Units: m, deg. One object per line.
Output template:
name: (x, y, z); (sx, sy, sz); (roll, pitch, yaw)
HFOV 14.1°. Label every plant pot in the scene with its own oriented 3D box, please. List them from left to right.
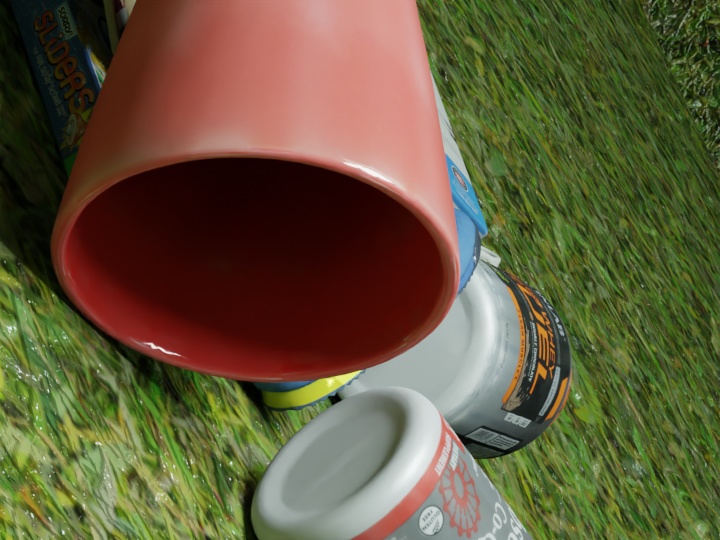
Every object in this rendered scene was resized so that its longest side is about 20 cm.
plant pot: (-0.047, -0.070, 1.457); (0.200, 0.199, 0.178); (46, 38, -44)

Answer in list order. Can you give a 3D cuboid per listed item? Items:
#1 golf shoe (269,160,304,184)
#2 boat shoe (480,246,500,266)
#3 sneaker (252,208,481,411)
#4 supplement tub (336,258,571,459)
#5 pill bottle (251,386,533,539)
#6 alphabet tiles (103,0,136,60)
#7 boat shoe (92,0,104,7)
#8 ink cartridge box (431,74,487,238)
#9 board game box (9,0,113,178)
golf shoe: (-0.063, -0.072, 1.608); (0.097, 0.078, 0.201); (83, 3, -62)
boat shoe: (0.016, -0.040, 1.920); (0.200, 0.066, 0.072); (39, -1, -27)
sneaker: (0.000, 0.000, 1.670); (0.200, 0.066, 0.079); (-39, 116, -41)
supplement tub: (0.060, 0.053, 1.840); (0.123, 0.122, 0.200); (64, 14, 17)
pill bottle: (0.040, 0.168, 1.542); (0.200, 0.115, 0.116); (53, 15, -26)
alphabet tiles: (-0.115, -0.153, 1.591); (0.200, 0.007, 0.168); (-64, 146, -74)
boat shoe: (-0.134, -0.195, 1.721); (0.071, 0.076, 0.200); (34, 9, 0)
ink cartridge box: (0.000, -0.112, 2.047); (0.146, 0.084, 0.201); (45, 19, -44)
board game box: (-0.115, -0.067, 1.645); (0.200, 0.034, 0.136); (39, 24, -55)
